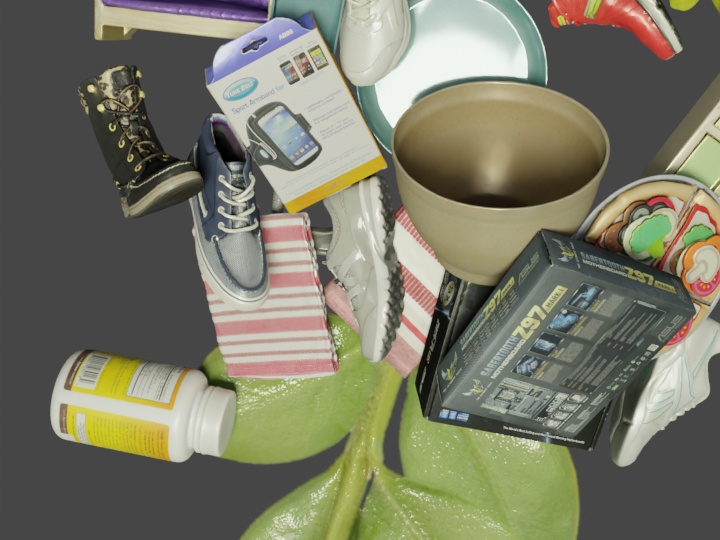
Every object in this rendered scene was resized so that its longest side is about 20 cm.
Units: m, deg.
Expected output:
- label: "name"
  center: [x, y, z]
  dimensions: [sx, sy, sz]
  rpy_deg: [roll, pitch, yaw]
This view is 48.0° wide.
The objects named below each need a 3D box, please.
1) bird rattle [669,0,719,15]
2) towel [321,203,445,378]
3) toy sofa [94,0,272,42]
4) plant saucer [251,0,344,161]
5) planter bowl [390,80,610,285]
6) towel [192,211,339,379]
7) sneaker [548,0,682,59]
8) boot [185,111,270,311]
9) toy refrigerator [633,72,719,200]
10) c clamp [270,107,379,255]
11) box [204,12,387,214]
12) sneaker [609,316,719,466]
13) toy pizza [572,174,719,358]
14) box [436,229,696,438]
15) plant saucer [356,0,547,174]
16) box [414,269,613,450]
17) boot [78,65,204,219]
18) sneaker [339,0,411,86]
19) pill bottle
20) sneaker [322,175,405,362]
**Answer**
- label: "bird rattle"
  center: [0.393, -0.303, 0.766]
  dimensions: [0.199, 0.113, 0.163]
  rpy_deg: [-39, 111, 3]
- label: "towel"
  center: [0.068, 0.008, 0.921]
  dimensions: [0.144, 0.023, 0.200]
  rpy_deg: [44, 105, -5]
- label: "toy sofa"
  center: [-0.169, -0.278, 0.832]
  dimensions: [0.198, 0.083, 0.099]
  rpy_deg: [8, 108, 5]
- label: "plant saucer"
  center: [-0.065, -0.196, 0.808]
  dimensions: [0.069, 0.019, 0.201]
  rpy_deg: [1, 131, -17]
- label: "planter bowl"
  center: [0.130, -0.073, 0.787]
  dimensions: [0.198, 0.201, 0.136]
  rpy_deg: [2, 135, 6]
- label: "towel"
  center: [-0.108, 0.032, 0.935]
  dimensions: [0.145, 0.030, 0.202]
  rpy_deg: [-4, 109, 19]
- label: "sneaker"
  center: [0.228, -0.269, 0.799]
  dimensions: [0.200, 0.077, 0.085]
  rpy_deg: [40, 119, 1]
- label: "boot"
  center: [-0.136, -0.063, 0.841]
  dimensions: [0.201, 0.072, 0.091]
  rpy_deg: [66, 148, 23]
- label: "toy refrigerator"
  center: [0.353, -0.113, 0.823]
  dimensions: [0.076, 0.070, 0.201]
  rpy_deg: [34, 107, -4]
- label: "c clamp"
  center: [-0.067, -0.095, 0.903]
  dimensions: [0.169, 0.027, 0.202]
  rpy_deg: [15, 109, 3]
- label: "box"
  center: [-0.065, -0.159, 0.805]
  dimensions: [0.118, 0.042, 0.201]
  rpy_deg: [-25, 130, 7]
- label: "sneaker"
  center: [0.341, 0.138, 0.901]
  dimensions: [0.079, 0.071, 0.202]
  rpy_deg: [20, 108, -2]
- label: "toy pizza"
  center: [0.286, 0.006, 0.793]
  dimensions: [0.198, 0.032, 0.202]
  rpy_deg: [-6, 113, -15]
- label: "box"
  center: [0.184, 0.068, 0.756]
  dimensions: [0.156, 0.051, 0.201]
  rpy_deg: [15, 129, -18]
- label: "plant saucer"
  center: [0.094, -0.203, 0.850]
  dimensions: [0.198, 0.027, 0.202]
  rpy_deg: [2, 108, 7]
- label: "box"
  center: [0.176, 0.089, 0.881]
  dimensions: [0.198, 0.086, 0.165]
  rpy_deg: [12, 108, -7]
- label: "boot"
  center: [-0.232, -0.136, 0.842]
  dimensions: [0.073, 0.200, 0.152]
  rpy_deg: [-22, 99, -22]
- label: "sneaker"
  center: [0.007, -0.283, 0.779]
  dimensions: [0.077, 0.099, 0.202]
  rpy_deg: [11, 92, 25]
- label: "pill bottle"
  center: [-0.253, 0.163, 0.962]
  dimensions: [0.198, 0.109, 0.110]
  rpy_deg: [10, 108, 4]
- label: "sneaker"
  center: [0.000, 0.000, 0.889]
  dimensions: [0.081, 0.075, 0.203]
  rpy_deg: [-4, 93, 18]
